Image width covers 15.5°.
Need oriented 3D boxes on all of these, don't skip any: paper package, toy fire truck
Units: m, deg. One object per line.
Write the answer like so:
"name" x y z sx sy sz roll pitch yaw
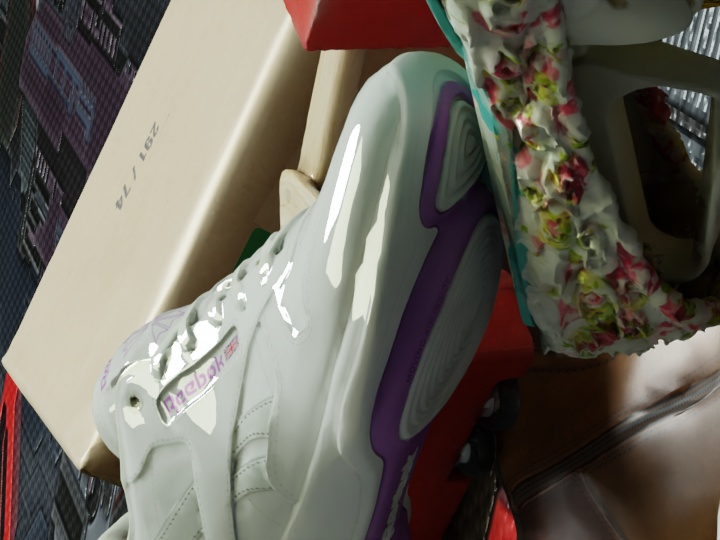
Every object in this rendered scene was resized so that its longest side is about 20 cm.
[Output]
"paper package" -0.041 -0.015 1.018 0.201 0.103 0.191 -64 19 3
"toy fire truck" 0.000 0.000 0.799 0.200 0.049 0.141 112 147 -50

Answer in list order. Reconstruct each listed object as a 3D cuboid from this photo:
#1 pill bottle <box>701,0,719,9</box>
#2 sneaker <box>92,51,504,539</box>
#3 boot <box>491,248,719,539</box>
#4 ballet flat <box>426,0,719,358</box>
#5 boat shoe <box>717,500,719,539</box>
"pill bottle" 0.094 -0.125 0.683 0.200 0.112 0.113 -176 94 -74
"sneaker" -0.024 0.026 0.695 0.075 0.099 0.201 -40 -27 -53
"boot" 0.081 0.008 0.746 0.200 0.068 0.189 121 152 -51
"ballet flat" 0.056 -0.055 0.625 0.200 0.064 0.076 69 -149 -47
"boat shoe" 0.128 0.079 0.548 0.200 0.073 0.066 171 110 -74
